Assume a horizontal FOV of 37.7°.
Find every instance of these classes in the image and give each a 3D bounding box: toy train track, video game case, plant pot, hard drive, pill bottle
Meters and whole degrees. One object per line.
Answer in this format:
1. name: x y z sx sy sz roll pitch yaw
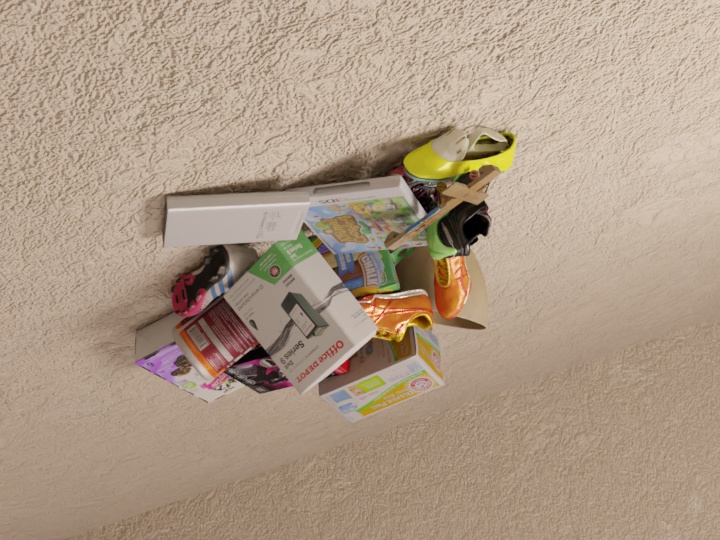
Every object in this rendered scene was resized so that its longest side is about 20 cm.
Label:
1. toy train track: 0.111 -0.096 1.499 0.199 0.033 0.114 -36 158 24
2. video game case: 0.006 -0.078 1.569 0.179 0.022 0.200 -5 156 20
3. plant pot: 0.141 0.018 1.885 0.197 0.137 0.200 11 173 2
4. hard drive: -0.179 -0.073 1.498 0.197 0.027 0.132 -3 159 -15
5. pill bottle: -0.208 0.082 1.756 0.199 0.110 0.110 -38 163 -5

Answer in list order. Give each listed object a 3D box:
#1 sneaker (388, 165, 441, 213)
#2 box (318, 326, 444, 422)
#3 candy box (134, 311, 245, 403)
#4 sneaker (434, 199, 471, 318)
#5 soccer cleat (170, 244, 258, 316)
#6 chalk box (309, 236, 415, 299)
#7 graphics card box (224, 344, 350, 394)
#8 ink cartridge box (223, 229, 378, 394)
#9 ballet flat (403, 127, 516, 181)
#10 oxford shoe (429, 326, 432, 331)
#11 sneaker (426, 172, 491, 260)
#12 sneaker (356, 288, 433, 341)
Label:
1. sneaker: 0.092 -0.111 1.601 0.079 0.076 0.200 -18 161 2
2. box: 0.035 0.169 1.852 0.198 0.102 0.112 -25 136 22
3. candy box: -0.282 0.149 1.921 0.166 0.072 0.199 -26 139 26
4. sneaker: 0.141 -0.022 1.731 0.072 0.204 0.076 8 -171 43
5. soccer cleat: -0.232 0.021 1.694 0.085 0.071 0.199 -1 156 -39
6. chalk box: 0.000 0.000 1.760 0.197 0.126 0.125 -17 163 2
7. graphics card box: -0.131 0.153 1.818 0.198 0.052 0.125 -15 147 28
8. ink cartridge box: -0.092 0.065 1.626 0.146 0.201 0.084 -43 174 31
9. ballet flat: 0.148 -0.173 1.511 0.198 0.067 0.067 -7 139 -36
10. oxford shoe: 0.030 0.093 1.901 0.196 0.075 0.071 -1 137 -3
11. sneaker: 0.165 -0.082 1.602 0.083 0.201 0.077 8 136 23
12. sneaker: 0.034 0.079 1.704 0.197 0.078 0.073 -9 163 -23
